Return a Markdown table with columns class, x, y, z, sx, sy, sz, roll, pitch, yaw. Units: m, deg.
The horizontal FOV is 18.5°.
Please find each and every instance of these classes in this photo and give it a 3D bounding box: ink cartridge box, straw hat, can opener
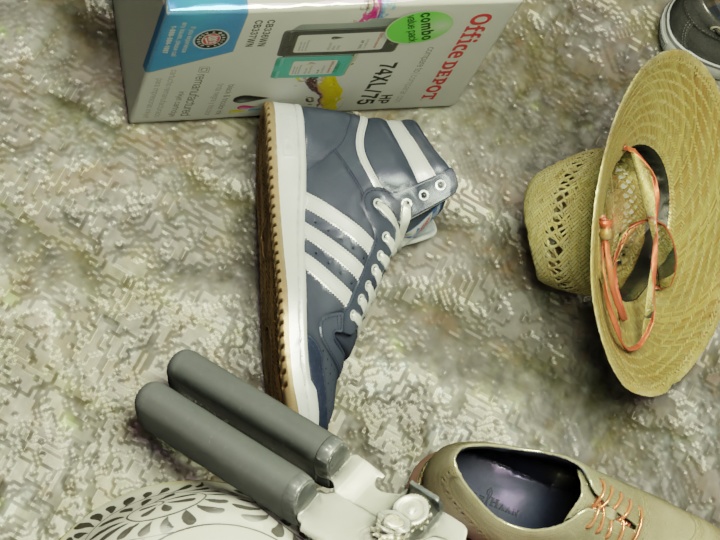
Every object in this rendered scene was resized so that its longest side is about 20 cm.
| class | x | y | z | sx | sy | sz | roll | pitch | yaw |
| --- | --- | --- | --- | --- | --- | --- | --- | --- | --- |
| ink cartridge box | -0.032 | -0.181 | 1.234 | 0.198 | 0.147 | 0.147 | -4 | 71 | -15 |
| straw hat | 0.138 | -0.028 | 1.254 | 0.085 | 0.201 | 0.202 | 3 | 62 | 33 |
| can opener | -0.031 | 0.112 | 1.140 | 0.199 | 0.067 | 0.053 | 31 | 57 | 22 |

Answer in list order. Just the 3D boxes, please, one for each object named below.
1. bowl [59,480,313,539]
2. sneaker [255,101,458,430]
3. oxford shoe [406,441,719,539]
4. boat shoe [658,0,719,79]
| class | x | y | z | sx | sy | sz | roll | pitch | yaw |
| --- | --- | --- | --- | --- | --- | --- | --- | --- | --- |
| bowl | -0.074 | 0.193 | 1.119 | 0.199 | 0.094 | 0.202 | 5 | 69 | -14 |
| sneaker | 0.000 | 0.000 | 1.220 | 0.108 | 0.070 | 0.201 | 2 | 68 | -12 |
| oxford shoe | 0.126 | 0.142 | 1.199 | 0.199 | 0.074 | 0.071 | 15 | 68 | -9 |
| boat shoe | 0.284 | -0.147 | 1.348 | 0.198 | 0.066 | 0.070 | 10 | 69 | -11 |
